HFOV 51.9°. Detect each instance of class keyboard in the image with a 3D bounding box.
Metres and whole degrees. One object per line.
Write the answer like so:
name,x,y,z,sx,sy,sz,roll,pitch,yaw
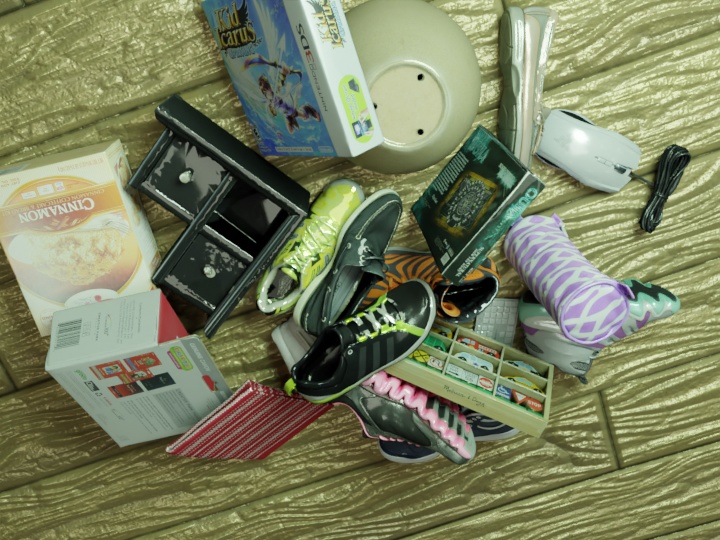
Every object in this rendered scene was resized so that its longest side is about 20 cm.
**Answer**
keyboard,0.174,0.129,1.007,0.056,0.011,0.200,4,112,-4

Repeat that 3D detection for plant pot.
plant pot,0.042,-0.191,0.806,0.200,0.134,0.201,-1,111,-2

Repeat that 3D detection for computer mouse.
computer mouse,0.298,-0.128,0.891,0.200,0.044,0.110,21,110,-11

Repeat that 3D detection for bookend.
bookend,-0.196,-0.063,0.869,0.200,0.092,0.199,36,106,-14

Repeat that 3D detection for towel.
towel,-0.134,0.196,0.947,0.145,0.022,0.200,-39,151,13

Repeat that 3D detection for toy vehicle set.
toy vehicle set,0.137,0.121,0.914,0.200,0.124,0.027,23,120,5

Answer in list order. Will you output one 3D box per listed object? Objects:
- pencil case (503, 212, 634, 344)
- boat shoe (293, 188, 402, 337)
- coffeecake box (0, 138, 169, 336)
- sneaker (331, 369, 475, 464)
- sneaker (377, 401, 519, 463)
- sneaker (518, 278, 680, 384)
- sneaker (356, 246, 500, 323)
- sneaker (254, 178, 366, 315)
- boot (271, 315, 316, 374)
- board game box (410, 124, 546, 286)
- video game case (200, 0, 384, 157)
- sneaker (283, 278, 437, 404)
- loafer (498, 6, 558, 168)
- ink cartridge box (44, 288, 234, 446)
pencil case,0.236,0.004,0.864,0.085,0.200,0.084,-34,120,9
boat shoe,-0.002,-0.001,0.872,0.199,0.066,0.074,-52,138,3
coffeecake box,-0.335,-0.038,0.884,0.153,0.073,0.200,-13,112,2
sneaker,0.046,0.179,0.906,0.200,0.079,0.095,36,110,8
sneaker,0.113,0.191,0.966,0.200,0.070,0.109,-14,146,4
sneaker,0.308,0.088,0.967,0.200,0.078,0.140,-2,114,9
sneaker,0.072,0.019,0.903,0.200,0.112,0.078,-12,112,3
sneaker,-0.058,-0.020,0.897,0.075,0.076,0.200,33,105,-3
boot,-0.031,0.134,0.975,0.096,0.074,0.200,-31,102,16
board game box,0.122,-0.079,0.818,0.028,0.200,0.135,34,107,-19
video game case,-0.075,-0.209,0.765,0.045,0.200,0.181,-30,114,-28
sneaker,0.002,0.081,0.829,0.200,0.072,0.083,-42,152,0
loafer,0.195,-0.197,0.846,0.063,0.072,0.200,-5,109,-4
ink cartridge box,-0.249,0.120,0.903,0.175,0.084,0.200,-12,140,2
